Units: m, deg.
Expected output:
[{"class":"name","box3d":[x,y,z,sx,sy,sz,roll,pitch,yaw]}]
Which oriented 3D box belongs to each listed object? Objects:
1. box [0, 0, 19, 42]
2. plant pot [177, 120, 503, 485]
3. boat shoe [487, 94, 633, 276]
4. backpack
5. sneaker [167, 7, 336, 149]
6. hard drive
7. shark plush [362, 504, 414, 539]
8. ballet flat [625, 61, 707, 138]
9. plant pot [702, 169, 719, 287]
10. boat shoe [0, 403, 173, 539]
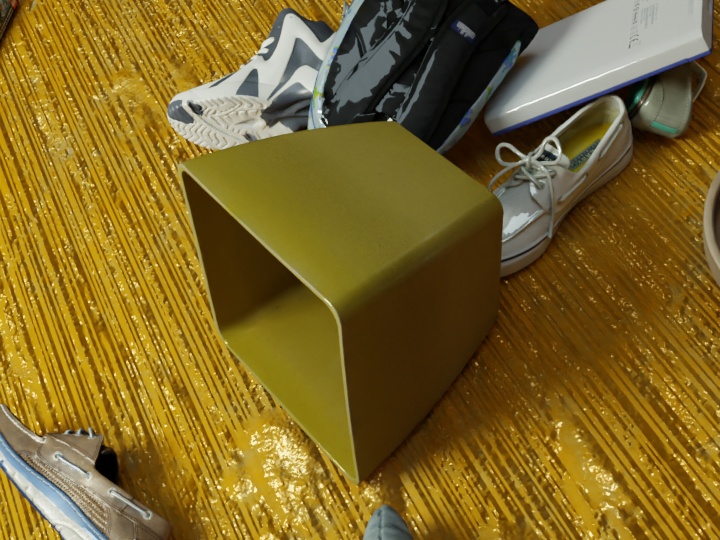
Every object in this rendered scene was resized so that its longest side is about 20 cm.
[{"class":"box","box3d":[-0.520,-0.278,1.264,0.199,0.038,0.137,-1,54,15]},{"class":"plant pot","box3d":[0.000,0.000,0.820,0.176,0.201,0.200,-32,51,-23]},{"class":"boat shoe","box3d":[0.155,-0.080,0.894,0.202,0.086,0.075,-38,53,-14]},{"class":"backpack","box3d":[0.037,-0.165,0.944,0.163,0.154,0.201,30,62,-8]},{"class":"sneaker","box3d":[-0.091,-0.195,1.056,0.198,0.080,0.130,-13,50,6]},{"class":"hard drive","box3d":[0.210,-0.196,0.942,0.199,0.025,0.132,-18,34,33]},{"class":"shark plush","box3d":[0.004,0.213,0.667,0.090,0.200,0.084,-9,91,21]},{"class":"ballet flat","box3d":[0.287,-0.200,0.974,0.063,0.067,0.201,22,59,-4]},{"class":"plant pot","box3d":[0.354,-0.011,0.783,0.200,0.093,0.202,-7,52,9]},{"class":"boat shoe","box3d":[-0.223,0.165,0.834,0.200,0.072,0.072,39,66,24]}]
